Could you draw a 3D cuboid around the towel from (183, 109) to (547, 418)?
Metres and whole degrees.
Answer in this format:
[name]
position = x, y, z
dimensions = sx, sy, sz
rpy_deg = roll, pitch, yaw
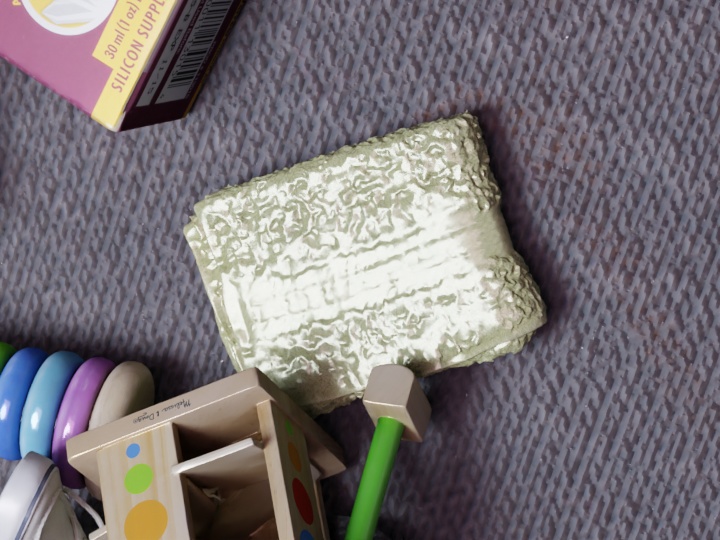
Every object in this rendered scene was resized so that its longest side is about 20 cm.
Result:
[towel]
position = 0.000, 0.000, 1.342
dimensions = 0.199, 0.036, 0.150
rpy_deg = -20, 90, 23

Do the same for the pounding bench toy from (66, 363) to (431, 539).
[pounding bench toy]
position = -0.043, 0.153, 1.291
dimensions = 0.199, 0.124, 0.157
rpy_deg = -22, 56, 14

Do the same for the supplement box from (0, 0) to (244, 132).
[supplement box]
position = -0.171, -0.189, 1.341
dimensions = 0.199, 0.103, 0.132
rpy_deg = 32, 108, 14

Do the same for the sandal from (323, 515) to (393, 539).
[sandal]
position = -0.055, 0.198, 1.383
dimensions = 0.199, 0.048, 0.076
rpy_deg = -16, 60, 22

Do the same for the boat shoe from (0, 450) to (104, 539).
[boat shoe]
position = -0.175, 0.177, 1.370
dimensions = 0.086, 0.075, 0.202
rpy_deg = 24, 149, 6

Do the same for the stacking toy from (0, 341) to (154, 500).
[stacking toy]
position = -0.229, 0.076, 1.397
dimensions = 0.198, 0.085, 0.086
rpy_deg = 13, 103, 9
